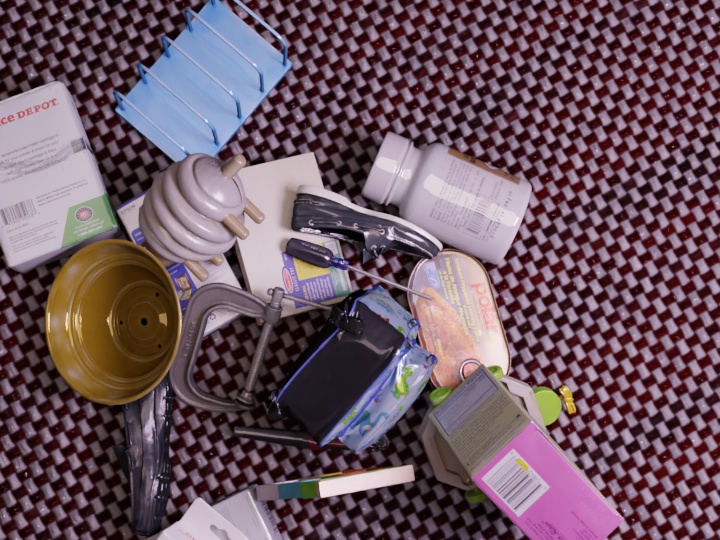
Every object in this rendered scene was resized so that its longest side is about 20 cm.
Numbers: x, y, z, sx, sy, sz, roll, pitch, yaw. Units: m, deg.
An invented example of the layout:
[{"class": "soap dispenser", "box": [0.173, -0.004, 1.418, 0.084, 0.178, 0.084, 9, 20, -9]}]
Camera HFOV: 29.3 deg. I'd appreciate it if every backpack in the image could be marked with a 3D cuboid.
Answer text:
[{"class": "backpack", "box": [0.002, 0.121, 1.679, 0.147, 0.200, 0.183, 39, 105, 1]}]

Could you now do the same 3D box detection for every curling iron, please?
[{"class": "curling iron", "box": [-0.063, 0.208, 1.752, 0.198, 0.026, 0.050, 3, 123, 1]}]

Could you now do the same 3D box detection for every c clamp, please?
[{"class": "c clamp", "box": [-0.150, 0.100, 1.726, 0.170, 0.027, 0.201, 23, 110, -4]}]

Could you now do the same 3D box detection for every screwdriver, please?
[{"class": "screwdriver", "box": [0.000, 0.000, 1.737, 0.198, 0.029, 0.028, 19, 111, 1]}]

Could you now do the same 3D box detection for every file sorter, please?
[{"class": "file sorter", "box": [-0.202, -0.246, 1.749, 0.139, 0.123, 0.200, 40, 83, 2]}]

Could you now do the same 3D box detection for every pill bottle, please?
[{"class": "pill bottle", "box": [0.108, -0.097, 1.755, 0.199, 0.114, 0.115, 24, 83, -1]}]

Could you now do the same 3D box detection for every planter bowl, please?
[{"class": "planter bowl", "box": [-0.288, 0.064, 1.714, 0.199, 0.083, 0.202, -1, 88, 24]}]

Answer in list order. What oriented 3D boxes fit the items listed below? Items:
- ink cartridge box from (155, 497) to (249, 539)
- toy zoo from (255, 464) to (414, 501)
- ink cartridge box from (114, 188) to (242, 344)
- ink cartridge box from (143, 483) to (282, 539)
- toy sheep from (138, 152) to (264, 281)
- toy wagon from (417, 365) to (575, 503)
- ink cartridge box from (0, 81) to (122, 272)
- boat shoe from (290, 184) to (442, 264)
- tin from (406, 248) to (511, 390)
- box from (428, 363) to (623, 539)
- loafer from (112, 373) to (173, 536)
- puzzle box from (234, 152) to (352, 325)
[{"class": "ink cartridge box", "box": [-0.224, 0.391, 1.678, 0.117, 0.067, 0.201, 38, 97, 8]}, {"class": "toy zoo", "box": [-0.040, 0.260, 1.674, 0.130, 0.200, 0.021, -5, 83, -30]}, {"class": "ink cartridge box", "box": [-0.226, -0.013, 1.766, 0.094, 0.037, 0.201, -29, 89, -5]}, {"class": "ink cartridge box", "box": [-0.186, 0.384, 1.730, 0.199, 0.047, 0.161, -26, 86, 11]}, {"class": "toy sheep", "box": [-0.198, -0.074, 1.687, 0.138, 0.138, 0.200, 48, 118, 3]}, {"class": "toy wagon", "box": [0.176, 0.197, 1.744, 0.199, 0.040, 0.156, -23, 108, -6]}, {"class": "ink cartridge box", "box": [-0.404, -0.118, 1.742, 0.146, 0.083, 0.201, -20, 86, -5]}, {"class": "boat shoe", "box": [0.004, -0.043, 1.742, 0.198, 0.075, 0.067, 23, 74, -7]}, {"class": "tin", "box": [0.126, 0.072, 1.776, 0.111, 0.042, 0.202, -15, 85, -1]}, {"class": "box", "box": [0.191, 0.231, 1.628, 0.097, 0.200, 0.176, -43, 109, 2]}, {"class": "loafer", "box": [-0.275, 0.230, 1.723, 0.070, 0.068, 0.202, 0, 80, 7]}, {"class": "puzzle box", "box": [-0.097, -0.041, 1.767, 0.132, 0.025, 0.202, -14, 84, -19]}]
